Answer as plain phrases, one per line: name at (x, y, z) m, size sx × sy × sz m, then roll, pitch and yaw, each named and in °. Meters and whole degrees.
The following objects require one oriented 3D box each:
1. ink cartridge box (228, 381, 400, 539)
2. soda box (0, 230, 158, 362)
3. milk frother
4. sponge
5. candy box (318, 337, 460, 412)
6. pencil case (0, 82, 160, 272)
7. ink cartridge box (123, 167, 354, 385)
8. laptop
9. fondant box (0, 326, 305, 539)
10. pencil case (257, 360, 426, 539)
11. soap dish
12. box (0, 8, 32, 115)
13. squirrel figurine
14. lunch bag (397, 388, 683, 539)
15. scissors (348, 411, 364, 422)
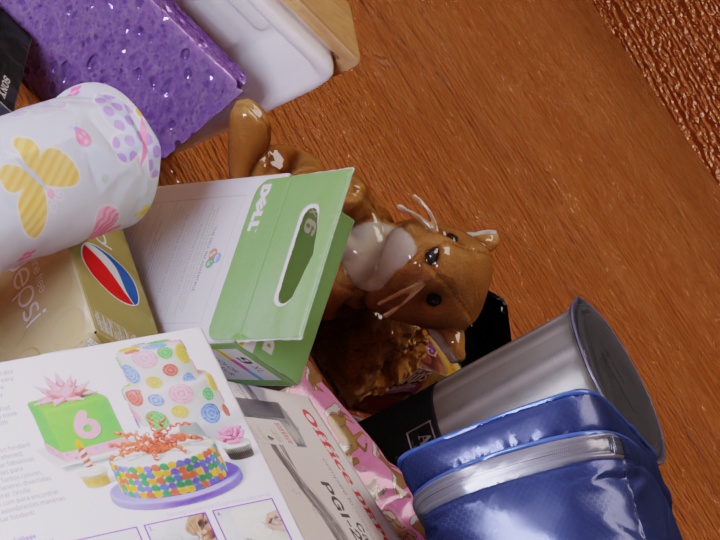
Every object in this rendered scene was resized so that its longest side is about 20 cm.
ink cartridge box at (-0.064, 0.138, 1.261) m, size 0.146 × 0.085 × 0.200 m, roll 56°, pitch 15°, yaw 22°
soda box at (-0.169, 0.004, 1.316) m, size 0.064 × 0.068 × 0.201 m, roll 36°, pitch 20°, yaw -39°
milk frother at (0.112, 0.133, 1.543) m, size 0.182 × 0.187 × 0.200 m, roll 62°, pitch 18°, yaw -1°
sponge at (-0.184, -0.162, 1.581) m, size 0.200 × 0.111 × 0.030 m, roll 45°, pitch 24°, yaw -15°
candy box at (-0.014, 0.014, 1.736) m, size 0.201 × 0.056 × 0.116 m, roll 58°, pitch 18°, yaw 24°
pencil case at (-0.192, -0.035, 1.204) m, size 0.199 × 0.090 × 0.084 m, roll -26°, pitch 97°, yaw -48°
ink cartridge box at (-0.067, 0.006, 1.323) m, size 0.059 × 0.199 × 0.105 m, roll 34°, pitch 65°, yaw -37°
laptop at (0.039, 0.041, 1.900) m, size 0.177 × 0.103 × 0.202 m, roll 25°, pitch 53°, yaw -53°
fondant box at (-0.108, 0.126, 1.080) m, size 0.143 × 0.058 × 0.201 m, roll -10°, pitch 51°, yaw -25°
pencil case at (-0.031, 0.111, 1.421) m, size 0.083 × 0.087 × 0.200 m, roll -33°, pitch 79°, yaw -31°
soap dish at (-0.114, -0.177, 1.651) m, size 0.157 × 0.199 × 0.082 m, roll 43°, pitch 49°, yaw -26°
box at (-0.292, -0.179, 1.474) m, size 0.200 × 0.036 × 0.143 m, roll 44°, pitch 16°, yaw -20°
squirrel figurine at (0.000, 0.000, 1.566) m, size 0.185 × 0.143 × 0.200 m, roll 10°, pitch -22°, yaw 13°
lunch bag at (0.112, 0.149, 1.346) m, size 0.200 × 0.135 × 0.133 m, roll 46°, pitch 29°, yaw -64°
scissors at (0.030, 0.128, 1.663) m, size 0.073 × 0.014 × 0.200 m, roll 52°, pitch 17°, yaw 16°
